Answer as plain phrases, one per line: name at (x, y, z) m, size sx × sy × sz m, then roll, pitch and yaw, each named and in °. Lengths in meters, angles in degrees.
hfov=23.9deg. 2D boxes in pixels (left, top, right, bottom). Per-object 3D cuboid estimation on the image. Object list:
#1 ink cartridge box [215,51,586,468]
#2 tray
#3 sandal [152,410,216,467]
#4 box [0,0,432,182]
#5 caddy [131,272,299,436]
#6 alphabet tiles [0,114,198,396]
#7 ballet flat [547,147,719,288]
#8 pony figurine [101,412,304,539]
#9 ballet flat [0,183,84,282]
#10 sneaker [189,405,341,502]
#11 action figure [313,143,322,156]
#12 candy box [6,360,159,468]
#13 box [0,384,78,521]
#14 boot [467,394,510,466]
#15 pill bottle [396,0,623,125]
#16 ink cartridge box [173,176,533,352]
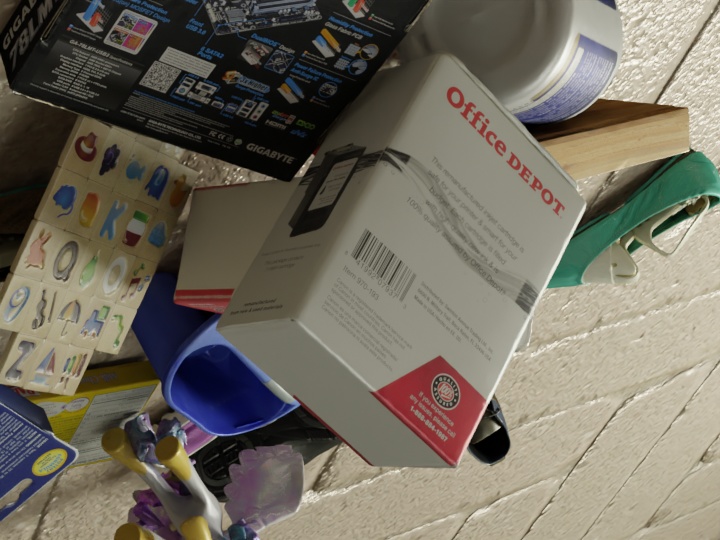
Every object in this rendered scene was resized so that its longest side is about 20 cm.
ink cartridge box at (0.029, -0.006, 1.010) m, size 0.083 × 0.145 × 0.201 m, roll -9°, pitch -135°, yaw 52°
tray at (0.131, -0.089, 1.193) m, size 0.199 × 0.098 × 0.037 m, roll -16°, pitch 109°, yaw -40°
sandal at (-0.087, 0.107, 1.416) m, size 0.202 × 0.050 × 0.082 m, roll -37°, pitch 154°, yaw 2°
box at (-0.068, -0.156, 0.948) m, size 0.199 × 0.050 × 0.199 m, roll 16°, pitch 125°, yaw -37°
caddy at (-0.083, 0.052, 1.266) m, size 0.141 × 0.105 × 0.200 m, roll -36°, pitch 154°, yaw 2°
alphabet tiles at (-0.162, -0.018, 1.055) m, size 0.201 × 0.006 × 0.166 m, roll -66°, pitch 160°, yaw 0°
ballet flat at (0.252, -0.031, 1.571) m, size 0.200 × 0.071 × 0.067 m, roll -37°, pitch 154°, yaw 4°
pony figurine at (-0.128, 0.201, 1.339) m, size 0.166 × 0.194 × 0.200 m, roll -27°, pitch 132°, yaw 7°
ballet flat at (-0.251, 0.000, 1.017) m, size 0.199 × 0.073 × 0.068 m, roll -13°, pitch 148°, yaw -37°
sneaker at (-0.061, 0.141, 1.496) m, size 0.199 × 0.076 × 0.091 m, roll -26°, pitch 163°, yaw -4°
action figure at (0.006, -0.115, 1.106) m, size 0.065 × 0.099 × 0.200 m, roll -55°, pitch 164°, yaw -22°
candy box at (-0.250, 0.118, 1.266) m, size 0.199 × 0.026 × 0.102 m, roll -7°, pitch 144°, yaw -44°
box at (-0.295, 0.114, 1.150) m, size 0.121 × 0.032 × 0.200 m, roll -39°, pitch 138°, yaw 6°
boot at (0.106, 0.108, 1.595) m, size 0.074 × 0.097 × 0.200 m, roll -31°, pitch 154°, yaw -9°
pill bottle at (0.108, -0.157, 1.121) m, size 0.120 × 0.120 × 0.200 m, roll -44°, pitch 165°, yaw 16°
ink cartridge box at (0.000, 0.000, 1.133) m, size 0.199 × 0.085 × 0.145 m, roll 15°, pitch 170°, yaw -36°
